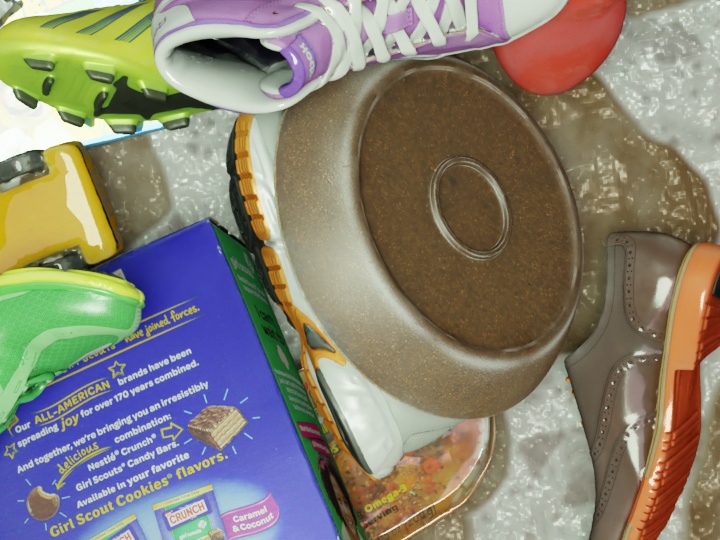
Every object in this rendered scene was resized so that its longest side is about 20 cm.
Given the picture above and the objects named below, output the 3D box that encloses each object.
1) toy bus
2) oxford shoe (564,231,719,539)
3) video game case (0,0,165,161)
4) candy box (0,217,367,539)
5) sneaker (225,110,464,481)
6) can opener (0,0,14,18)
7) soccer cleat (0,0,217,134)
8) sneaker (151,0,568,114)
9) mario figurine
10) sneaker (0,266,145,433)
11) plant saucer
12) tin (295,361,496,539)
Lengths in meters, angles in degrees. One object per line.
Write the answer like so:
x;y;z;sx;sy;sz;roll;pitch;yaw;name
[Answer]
-0.221;-0.004;0.902;0.200;0.078;0.065;-21;94;3;toy bus
0.146;0.075;0.960;0.072;0.071;0.200;17;101;23;oxford shoe
-0.191;-0.156;0.919;0.143;0.018;0.200;-14;99;-1;video game case
-0.106;0.100;0.895;0.169;0.077;0.200;-24;76;4;candy box
0.000;0.000;0.902;0.092;0.076;0.200;-25;102;-12;sneaker
-0.218;-0.127;0.884;0.200;0.066;0.053;-43;100;8;can opener
-0.090;-0.119;0.905;0.200;0.065;0.084;0;69;-13;soccer cleat
0.003;-0.110;0.812;0.200;0.114;0.073;-7;121;5;sneaker
0.079;-0.188;0.916;0.123;0.106;0.200;-11;89;32;mario figurine
-0.184;0.059;0.844;0.200;0.074;0.084;-25;71;15;sneaker
0.045;-0.027;0.879;0.200;0.034;0.201;16;64;-36;plant saucer
-0.022;0.106;0.959;0.200;0.042;0.112;-30;103;1;tin
